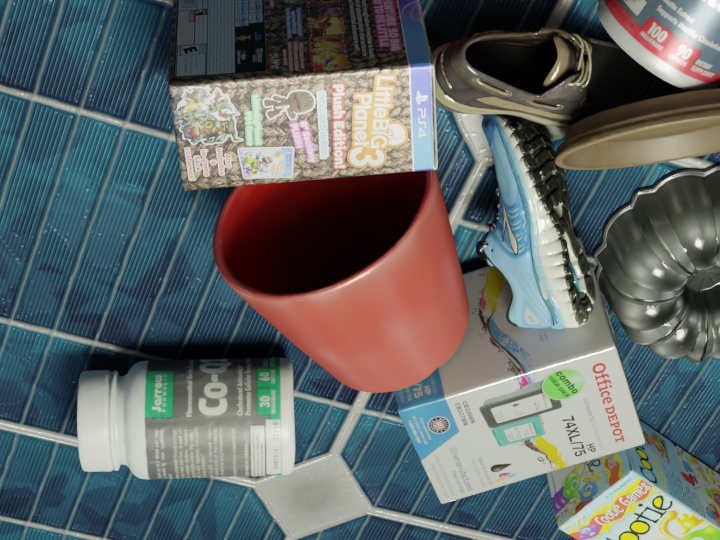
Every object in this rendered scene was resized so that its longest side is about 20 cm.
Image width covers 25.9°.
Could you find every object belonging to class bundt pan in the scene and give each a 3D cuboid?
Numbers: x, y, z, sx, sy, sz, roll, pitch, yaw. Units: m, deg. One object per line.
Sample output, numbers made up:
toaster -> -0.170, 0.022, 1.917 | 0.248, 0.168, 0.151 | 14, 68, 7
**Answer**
bundt pan -> 0.320, 0.006, 1.442 | 0.201, 0.076, 0.202 | -3, 126, -3

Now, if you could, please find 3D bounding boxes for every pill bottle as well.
pill bottle -> -0.163, 0.140, 1.479 | 0.199, 0.113, 0.113 | -2, 127, -4
pill bottle -> 0.288, -0.249, 1.219 | 0.119, 0.120, 0.200 | 23, 122, -21

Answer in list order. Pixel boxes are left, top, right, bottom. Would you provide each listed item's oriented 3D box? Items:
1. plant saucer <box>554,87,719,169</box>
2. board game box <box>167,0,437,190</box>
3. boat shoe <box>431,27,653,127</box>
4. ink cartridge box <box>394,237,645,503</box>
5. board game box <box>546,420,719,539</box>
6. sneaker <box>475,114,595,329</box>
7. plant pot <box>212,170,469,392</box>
plant saucer -> 0.259, -0.118, 1.300 | 0.200, 0.200, 0.030 | -9, 85, 2
board game box -> -0.046, -0.154, 1.238 | 0.199, 0.160, 0.097 | -4, 128, -1
boat shoe -> 0.156, -0.159, 1.277 | 0.200, 0.073, 0.075 | -4, 84, -19
ink cartridge box -> 0.139, 0.092, 1.439 | 0.200, 0.146, 0.147 | -18, 133, 8
board game box -> 0.298, 0.243, 1.599 | 0.200, 0.105, 0.103 | 34, 118, -25
sneaker -> 0.132, -0.041, 1.349 | 0.090, 0.078, 0.200 | -15, 89, 28
plant pot -> 0.000, 0.000, 1.350 | 0.200, 0.201, 0.177 | -21, 134, 11
